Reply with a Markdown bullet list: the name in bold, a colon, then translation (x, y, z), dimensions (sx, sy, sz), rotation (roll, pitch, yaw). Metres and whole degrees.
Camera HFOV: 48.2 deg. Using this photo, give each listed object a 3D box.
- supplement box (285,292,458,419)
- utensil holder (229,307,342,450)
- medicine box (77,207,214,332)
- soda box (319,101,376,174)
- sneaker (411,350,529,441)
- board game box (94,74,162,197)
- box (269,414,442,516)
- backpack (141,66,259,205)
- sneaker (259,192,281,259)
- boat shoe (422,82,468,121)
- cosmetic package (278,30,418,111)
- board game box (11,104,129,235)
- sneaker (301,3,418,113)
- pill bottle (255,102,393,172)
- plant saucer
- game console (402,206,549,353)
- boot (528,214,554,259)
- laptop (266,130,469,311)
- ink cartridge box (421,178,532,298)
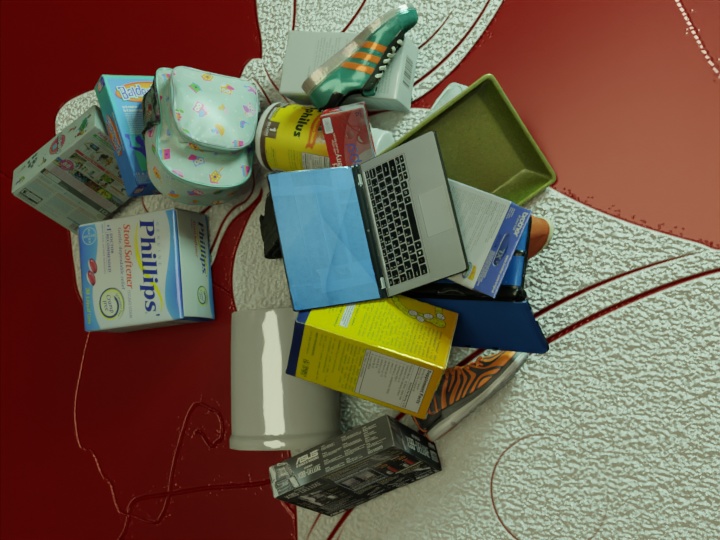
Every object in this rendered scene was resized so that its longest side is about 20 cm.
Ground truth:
- **supplement box**: translation (0.015, 0.097, 1.071), dimensions (0.199, 0.110, 0.109), rotation (18, 132, 4)
- **utensil holder**: translation (-0.114, 0.161, 1.205), dimensions (0.169, 0.170, 0.201), rotation (-6, 83, 21)
- **medicine box**: translation (-0.357, 0.003, 1.347), dimensions (0.199, 0.103, 0.183), rotation (-9, 83, 22)
- **soda box**: translation (-0.004, -0.132, 1.141), dimensions (0.063, 0.070, 0.201), rotation (-11, 107, 6)
- **sneaker**: translation (0.139, 0.146, 1.153), dimensions (0.200, 0.078, 0.112), rotation (-42, 74, 14)
- **board game box**: translation (-0.336, -0.225, 1.330), dimensions (0.045, 0.152, 0.201), rotation (-33, 72, 48)
- **box**: translation (-0.006, 0.285, 1.154), dimensions (0.199, 0.158, 0.050), rotation (-28, 54, 18)
- **backpack**: translation (-0.247, -0.208, 1.258), dimensions (0.153, 0.175, 0.201), rotation (-21, 67, 57)
- **sneaker**: translation (-0.108, -0.100, 1.242), dimensions (0.200, 0.076, 0.091), rotation (-44, 60, 42)
- **boat shoe**: translation (0.105, -0.189, 1.204), dimensions (0.071, 0.070, 0.201), rotation (42, 102, 37)
- **cosmetic package**: translation (-0.018, -0.310, 1.252), dimensions (0.199, 0.071, 0.102), rotation (9, 89, 22)
- **board game box**: translation (-0.468, -0.166, 1.378), dimensions (0.200, 0.147, 0.064), rotation (-33, 47, 17)
- **sneaker**: translation (0.013, -0.299, 1.169), dimensions (0.200, 0.071, 0.080), rotation (-38, 91, 10)
- **pill bottle**: translation (-0.054, -0.191, 1.237), dimensions (0.199, 0.109, 0.110), rotation (14, 91, 22)
- **plant saucer**: translation (0.143, -0.149, 1.136), dimensions (0.200, 0.200, 0.048), rotation (-36, 30, 9)
- **game console**: translation (0.155, 0.014, 1.094), dimensions (0.199, 0.118, 0.172), rotation (1, 77, 39)
- **boot**: translation (0.190, -0.010, 1.147), dimensions (0.200, 0.107, 0.075), rotation (-48, 58, 41)
- **laptop**: translation (0.007, -0.063, 1.018), dimensions (0.199, 0.116, 0.188), rotation (-21, 76, 35)
- **ink cartridge box**: translation (0.125, -0.049, 1.034), dimensions (0.200, 0.042, 0.120), rotation (27, 95, 44)
